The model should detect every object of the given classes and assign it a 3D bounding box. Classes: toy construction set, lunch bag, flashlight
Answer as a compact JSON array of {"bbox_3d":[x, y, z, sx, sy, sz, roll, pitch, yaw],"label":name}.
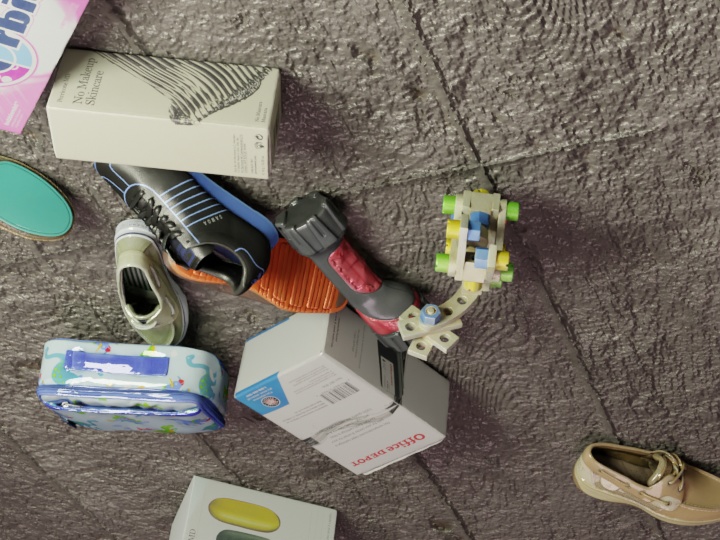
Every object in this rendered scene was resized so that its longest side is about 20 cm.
[{"bbox_3d":[0.103,0.000,1.357,0.092,0.132,0.200,14,141,-8],"label":"toy construction set"},{"bbox_3d":[-0.254,0.130,1.580,0.199,0.083,0.161,3,161,6],"label":"lunch bag"},{"bbox_3d":[0.000,0.000,1.430,0.068,0.068,0.200,22,157,50],"label":"flashlight"}]

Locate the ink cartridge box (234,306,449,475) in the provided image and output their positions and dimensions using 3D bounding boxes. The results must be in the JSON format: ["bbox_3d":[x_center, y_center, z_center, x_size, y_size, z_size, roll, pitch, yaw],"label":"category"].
[{"bbox_3d":[-0.017,0.133,1.577,0.144,0.084,0.200,-28,129,36],"label":"ink cartridge box"}]

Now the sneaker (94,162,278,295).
[{"bbox_3d":[-0.175,-0.052,1.358,0.199,0.078,0.070,30,139,-7],"label":"sneaker"}]

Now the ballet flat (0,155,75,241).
[{"bbox_3d":[-0.378,-0.086,1.394,0.199,0.071,0.065,29,164,-21],"label":"ballet flat"}]

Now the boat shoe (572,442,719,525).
[{"bbox_3d":[0.356,0.251,1.676,0.199,0.072,0.065,11,142,-3],"label":"boat shoe"}]

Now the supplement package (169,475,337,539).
[{"bbox_3d":[-0.152,0.391,1.863,0.199,0.152,0.151,15,140,-10],"label":"supplement package"}]

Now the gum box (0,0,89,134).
[{"bbox_3d":[-0.311,-0.212,1.197,0.113,0.066,0.200,14,141,-25],"label":"gum box"}]

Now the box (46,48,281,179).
[{"bbox_3d":[-0.173,-0.141,1.267,0.199,0.082,0.069,5,142,0],"label":"box"}]

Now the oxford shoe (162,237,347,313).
[{"bbox_3d":[-0.107,-0.001,1.457,0.199,0.072,0.073,18,169,-19],"label":"oxford shoe"}]

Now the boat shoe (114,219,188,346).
[{"bbox_3d":[-0.231,0.029,1.499,0.072,0.062,0.200,1,142,8],"label":"boat shoe"}]
